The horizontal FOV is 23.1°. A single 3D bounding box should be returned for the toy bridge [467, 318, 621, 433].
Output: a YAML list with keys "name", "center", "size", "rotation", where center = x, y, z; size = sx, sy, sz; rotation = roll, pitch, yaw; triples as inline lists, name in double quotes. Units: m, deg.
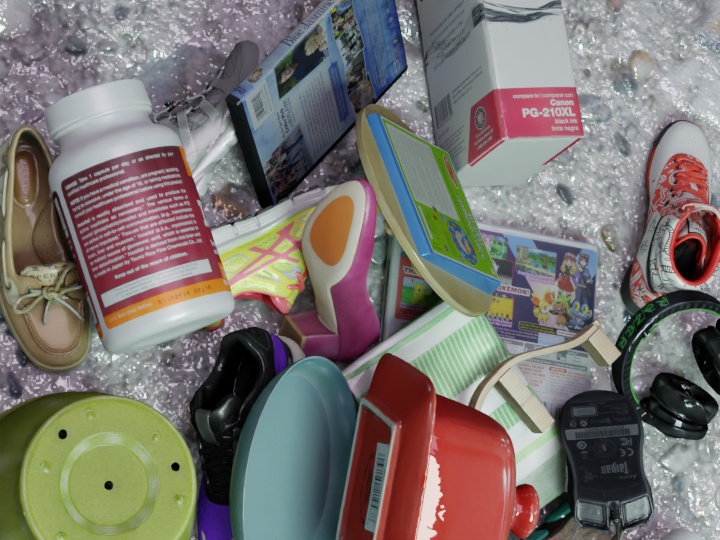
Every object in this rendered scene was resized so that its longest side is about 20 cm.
- name: "toy bridge"
  center: [0.138, 0.110, 1.515]
  size: [0.200, 0.027, 0.067]
  rotation: [-44, 97, -16]

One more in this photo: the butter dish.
- name: "butter dish"
  center: [0.071, 0.182, 1.404]
  size: [0.146, 0.199, 0.202]
  rotation: [10, 94, -12]

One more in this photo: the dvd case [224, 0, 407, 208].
- name: "dvd case"
  center: [-0.033, -0.163, 1.527]
  size: [0.017, 0.143, 0.200]
  rotation: [29, 63, 28]

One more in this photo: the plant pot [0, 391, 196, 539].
- name: "plant pot"
  center: [-0.206, 0.174, 1.345]
  size: [0.198, 0.193, 0.202]
  rotation: [5, 74, -17]

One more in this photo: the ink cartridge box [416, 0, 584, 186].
- name: "ink cartridge box"
  center: [0.120, -0.191, 1.573]
  size: [0.084, 0.145, 0.202]
  rotation: [-3, 77, -20]

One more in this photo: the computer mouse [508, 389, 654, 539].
- name: "computer mouse"
  center: [0.183, 0.193, 1.493]
  size: [0.139, 0.046, 0.201]
  rotation: [-9, 46, -1]

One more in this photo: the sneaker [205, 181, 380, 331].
- name: "sneaker"
  center: [-0.066, -0.010, 1.506]
  size: [0.199, 0.078, 0.091]
  rotation: [-24, 84, -11]

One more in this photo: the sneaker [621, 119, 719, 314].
- name: "sneaker"
  center: [0.303, -0.059, 1.619]
  size: [0.067, 0.108, 0.203]
  rotation: [23, 70, -11]

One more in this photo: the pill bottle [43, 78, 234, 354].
- name: "pill bottle"
  center: [-0.182, -0.044, 1.410]
  size: [0.112, 0.113, 0.202]
  rotation: [-17, 85, -21]

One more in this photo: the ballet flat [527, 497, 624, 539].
- name: "ballet flat"
  center: [0.169, 0.244, 1.519]
  size: [0.199, 0.068, 0.068]
  rotation: [-32, 91, -22]

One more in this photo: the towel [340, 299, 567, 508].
- name: "towel"
  center: [0.087, 0.135, 1.522]
  size: [0.152, 0.023, 0.201]
  rotation: [-34, 94, -17]

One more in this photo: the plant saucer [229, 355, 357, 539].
- name: "plant saucer"
  center: [-0.055, 0.168, 1.422]
  size: [0.027, 0.200, 0.202]
  rotation: [5, 69, 26]

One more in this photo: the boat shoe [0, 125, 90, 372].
- name: "boat shoe"
  center: [-0.264, -0.017, 1.445]
  size: [0.073, 0.063, 0.202]
  rotation: [-13, 81, -21]

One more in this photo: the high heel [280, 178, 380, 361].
- name: "high heel"
  center: [0.000, 0.000, 1.463]
  size: [0.095, 0.201, 0.067]
  rotation: [-12, 44, -34]

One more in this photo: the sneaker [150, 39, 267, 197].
- name: "sneaker"
  center: [-0.145, -0.122, 1.505]
  size: [0.082, 0.075, 0.201]
  rotation: [32, 69, -9]

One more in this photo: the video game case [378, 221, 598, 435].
- name: "video game case"
  center: [0.114, 0.048, 1.576]
  size: [0.198, 0.023, 0.184]
  rotation: [10, 73, -14]

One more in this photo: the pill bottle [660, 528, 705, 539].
- name: "pill bottle"
  center: [0.224, 0.311, 1.493]
  size: [0.199, 0.112, 0.113]
  rotation: [-35, 88, -22]

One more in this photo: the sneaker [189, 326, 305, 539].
- name: "sneaker"
  center: [-0.107, 0.140, 1.421]
  size: [0.069, 0.099, 0.202]
  rotation: [4, 76, 26]

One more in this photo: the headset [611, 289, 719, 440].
- name: "headset"
  center: [0.312, 0.106, 1.571]
  size: [0.124, 0.094, 0.200]
  rotation: [-47, 120, 6]

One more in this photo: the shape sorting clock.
- name: "shape sorting clock"
  center: [0.053, -0.050, 1.490]
  size: [0.200, 0.039, 0.201]
  rotation: [45, 26, -29]
